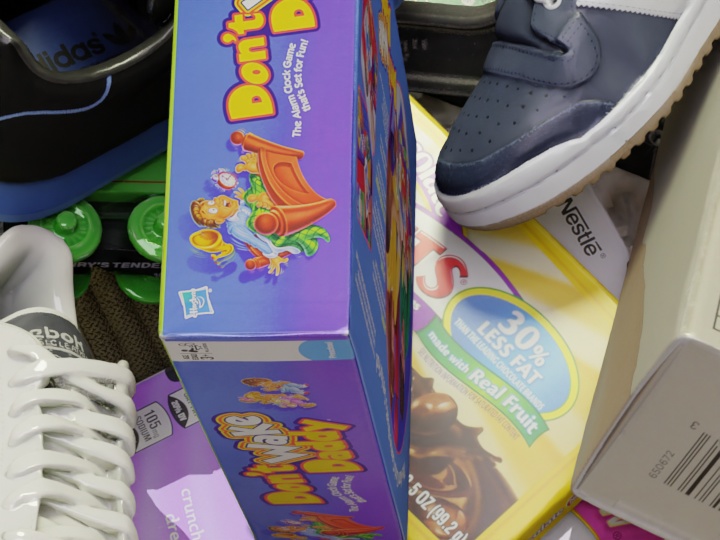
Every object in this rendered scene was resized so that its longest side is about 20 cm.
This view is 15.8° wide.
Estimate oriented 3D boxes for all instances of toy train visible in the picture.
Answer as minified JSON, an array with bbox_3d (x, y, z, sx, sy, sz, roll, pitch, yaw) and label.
[{"bbox_3d":[-0.140,-0.021,0.770,0.199,0.042,0.057,1,63,-14],"label":"toy train"}]

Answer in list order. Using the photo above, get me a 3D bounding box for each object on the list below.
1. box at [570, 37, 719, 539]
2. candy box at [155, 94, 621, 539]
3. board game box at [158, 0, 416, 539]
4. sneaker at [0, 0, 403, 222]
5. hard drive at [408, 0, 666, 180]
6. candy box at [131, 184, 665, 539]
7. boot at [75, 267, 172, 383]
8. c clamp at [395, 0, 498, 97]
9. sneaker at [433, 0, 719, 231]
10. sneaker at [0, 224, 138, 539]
[{"bbox_3d":[0.135,-0.008,0.777,0.095,0.078,0.200,26,45,-4],"label":"box"},{"bbox_3d":[0.000,0.000,0.811,0.102,0.026,0.200,-40,71,-14],"label":"candy box"},{"bbox_3d":[-0.014,-0.013,0.695,0.045,0.200,0.135,0,69,5],"label":"board game box"},{"bbox_3d":[-0.044,-0.090,0.768,0.070,0.078,0.200,42,58,15],"label":"sneaker"},{"bbox_3d":[0.071,-0.117,0.917,0.199,0.038,0.140,21,73,8],"label":"hard drive"},{"bbox_3d":[0.023,0.087,0.829,0.199,0.072,0.168,-27,71,-7],"label":"candy box"},{"bbox_3d":[-0.163,-0.012,0.869,0.155,0.073,0.200,-33,75,-9],"label":"boot"},{"bbox_3d":[0.014,-0.141,0.856,0.199,0.027,0.172,0,108,19],"label":"c clamp"},{"bbox_3d":[0.070,-0.114,0.775,0.200,0.070,0.109,-48,117,-7],"label":"sneaker"},{"bbox_3d":[-0.090,0.061,0.676,0.081,0.076,0.200,-52,34,14],"label":"sneaker"}]
